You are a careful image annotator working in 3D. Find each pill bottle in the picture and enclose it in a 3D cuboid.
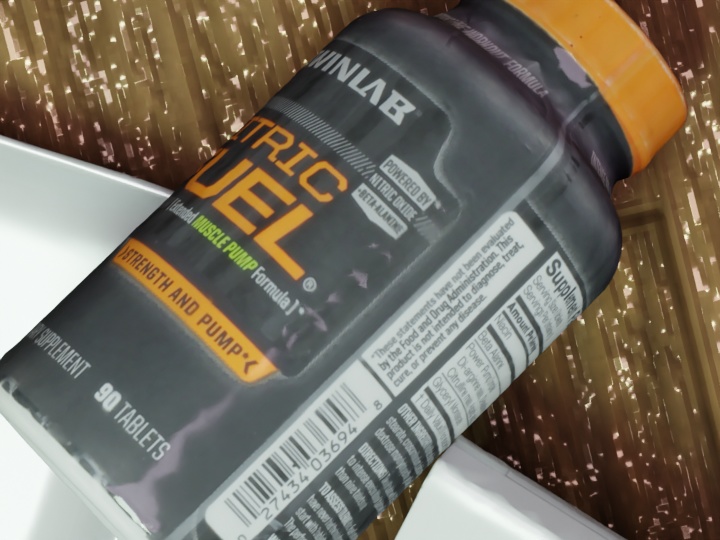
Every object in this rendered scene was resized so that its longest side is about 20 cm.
[{"bbox_3d":[0.000,0.000,0.819,0.200,0.106,0.106,-45,92,-9],"label":"pill bottle"}]

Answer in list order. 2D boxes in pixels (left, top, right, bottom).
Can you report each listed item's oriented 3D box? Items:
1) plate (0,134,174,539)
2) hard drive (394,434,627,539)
[{"bbox_3d":[-0.160,0.041,0.889,0.199,0.032,0.200,20,99,3],"label":"plate"},{"bbox_3d":[0.084,0.152,0.848,0.199,0.026,0.132,32,124,9],"label":"hard drive"}]
